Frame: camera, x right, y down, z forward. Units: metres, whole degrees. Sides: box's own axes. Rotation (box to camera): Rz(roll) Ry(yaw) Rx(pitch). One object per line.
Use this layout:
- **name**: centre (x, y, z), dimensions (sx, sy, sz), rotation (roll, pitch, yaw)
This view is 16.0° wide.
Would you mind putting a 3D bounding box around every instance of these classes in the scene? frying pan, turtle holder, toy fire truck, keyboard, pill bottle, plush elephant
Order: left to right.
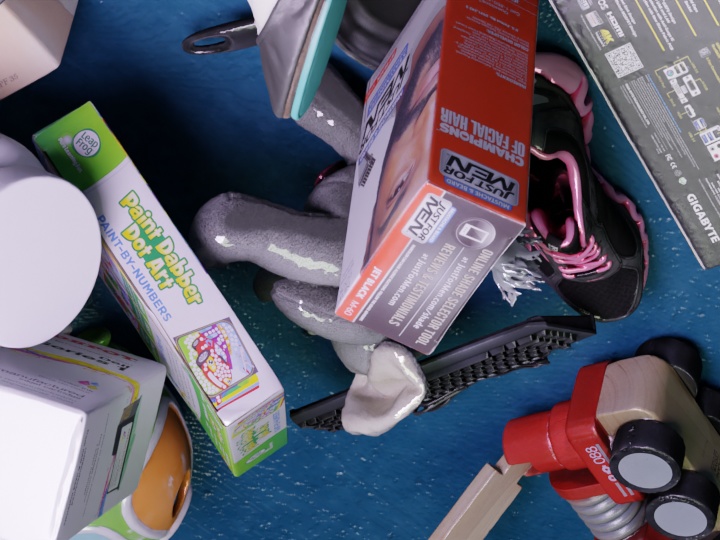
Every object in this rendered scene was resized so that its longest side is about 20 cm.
- **pill bottle**: centre (-0.239, -0.030, 1.418), dimensions (0.199, 0.116, 0.116), rotation (20, 146, 44)
- **turtle holder**: centre (-0.194, 0.130, 1.672), dimensions (0.185, 0.141, 0.132), rotation (-29, 127, 21)
- **plush elephant**: centre (0.000, 0.000, 1.525), dimensions (0.199, 0.165, 0.155), rotation (23, 142, -1)
- **frying pan**: centre (0.002, -0.144, 1.485), dimensions (0.189, 0.031, 0.115), rotation (-28, 122, 30)
- **keyboard**: centre (0.061, 0.067, 1.616), dimensions (0.199, 0.021, 0.127), rotation (-22, 169, 31)
- **toy fire truck**: centre (0.151, 0.158, 1.689), dimensions (0.199, 0.129, 0.176), rotation (-14, 130, 32)

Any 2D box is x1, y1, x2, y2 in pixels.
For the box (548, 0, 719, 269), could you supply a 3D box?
- **box**: centre (0.221, -0.117, 1.449), dimensions (0.159, 0.049, 0.201), rotation (-25, 110, 22)

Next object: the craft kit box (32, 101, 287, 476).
- **craft kit box**: centre (-0.113, 0.017, 1.488), dimensions (0.048, 0.198, 0.200), rotation (-31, 171, -7)

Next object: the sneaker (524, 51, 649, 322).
- **sneaker**: centre (0.122, -0.031, 1.532), dimensions (0.078, 0.096, 0.201), rotation (-16, 129, 16)

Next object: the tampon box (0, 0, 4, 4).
- **tampon box**: centre (-0.202, -0.263, 1.308), dimensions (0.200, 0.126, 0.150), rotation (44, 123, -12)

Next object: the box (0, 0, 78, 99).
- **box**: centre (-0.258, -0.187, 1.441), dimensions (0.095, 0.078, 0.200), rotation (-26, 124, 27)

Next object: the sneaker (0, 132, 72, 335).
- **sneaker**: centre (-0.210, 0.003, 1.556), dimensions (0.087, 0.074, 0.201), rotation (-34, 84, 24)

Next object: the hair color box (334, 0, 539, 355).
- **hair color box**: centre (0.044, -0.067, 1.399), dimensions (0.064, 0.201, 0.111), rotation (23, 130, -15)

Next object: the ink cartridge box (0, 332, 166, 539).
- **ink cartridge box**: centre (-0.204, 0.083, 1.432), dimensions (0.144, 0.200, 0.085), rotation (16, 97, 7)

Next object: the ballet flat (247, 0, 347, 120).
- **ballet flat**: centre (-0.024, -0.177, 1.363), dimensions (0.068, 0.068, 0.201), rotation (28, 119, 4)
